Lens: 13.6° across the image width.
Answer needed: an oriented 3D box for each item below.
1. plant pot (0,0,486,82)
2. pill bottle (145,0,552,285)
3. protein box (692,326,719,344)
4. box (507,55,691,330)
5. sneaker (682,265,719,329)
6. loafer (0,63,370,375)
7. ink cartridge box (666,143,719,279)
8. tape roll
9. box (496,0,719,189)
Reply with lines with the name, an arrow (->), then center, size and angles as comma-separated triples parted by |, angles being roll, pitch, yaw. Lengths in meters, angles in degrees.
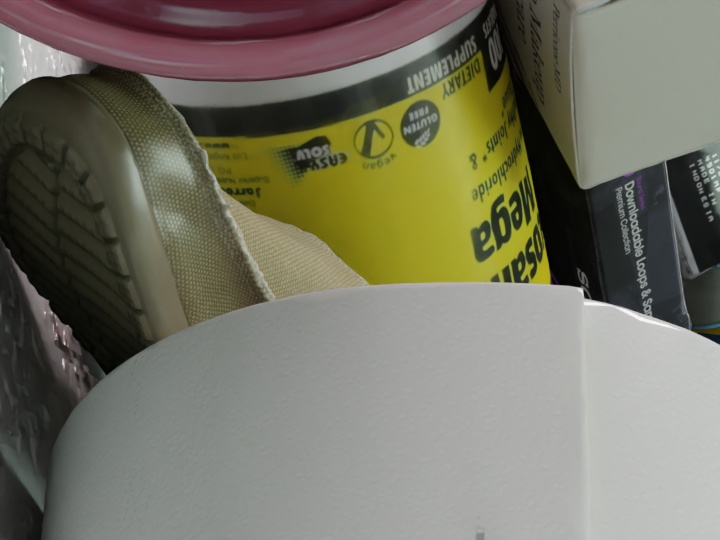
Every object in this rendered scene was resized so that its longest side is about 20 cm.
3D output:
plant pot -> -0.030, -0.146, 0.700 | 0.179, 0.199, 0.201 | -103, -175, -85
pill bottle -> 0.000, 0.000, 0.894 | 0.113, 0.112, 0.201 | -75, 155, -59
protein box -> 0.130, 0.123, 1.150 | 0.135, 0.197, 0.201 | -72, 163, -62
box -> 0.034, -0.074, 1.008 | 0.200, 0.036, 0.143 | 44, -23, 42
sneaker -> 0.087, -0.054, 1.168 | 0.073, 0.200, 0.082 | -13, 123, -43
loafer -> -0.036, 0.009, 0.771 | 0.076, 0.067, 0.200 | 38, -18, 33
ink cartridge box -> 0.065, -0.055, 1.069 | 0.200, 0.037, 0.095 | 12, -54, 65
tape roll -> 0.019, 0.115, 0.718 | 0.203, 0.201, 0.140 | 65, 22, -54
box -> 0.055, -0.127, 0.888 | 0.082, 0.068, 0.201 | 81, -13, -51
